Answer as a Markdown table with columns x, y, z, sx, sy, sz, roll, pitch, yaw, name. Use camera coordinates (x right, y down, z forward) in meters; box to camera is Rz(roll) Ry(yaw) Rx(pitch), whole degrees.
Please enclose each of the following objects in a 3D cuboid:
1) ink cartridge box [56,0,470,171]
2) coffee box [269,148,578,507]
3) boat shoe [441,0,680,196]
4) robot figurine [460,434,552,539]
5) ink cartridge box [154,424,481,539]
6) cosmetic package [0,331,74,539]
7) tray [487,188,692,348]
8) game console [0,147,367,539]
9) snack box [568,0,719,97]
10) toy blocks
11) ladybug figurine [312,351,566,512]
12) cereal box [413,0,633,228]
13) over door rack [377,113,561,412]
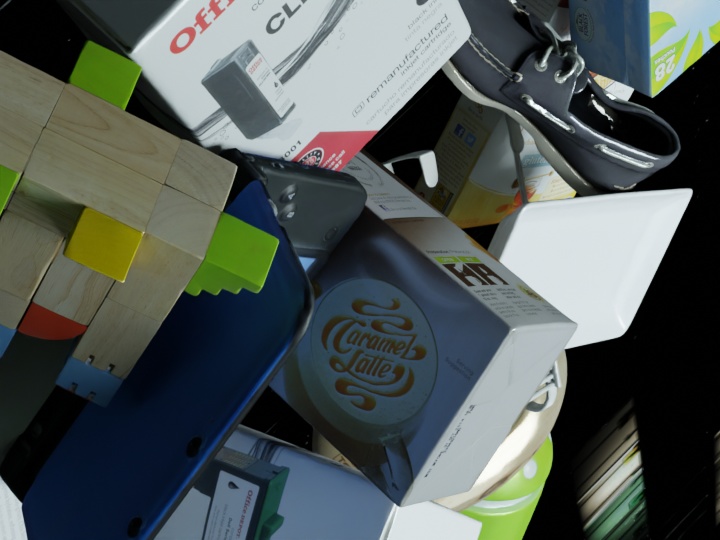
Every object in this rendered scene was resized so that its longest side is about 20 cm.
| x | y | z | sx | sy | sz | roll | pitch | yaw | name |
| --- | --- | --- | --- | --- | --- | --- | --- | --- | --- |
| -0.044 | -0.126 | 0.831 | 0.144 | 0.084 | 0.200 | -46 | 154 | -4 | ink cartridge box |
| -0.003 | 0.013 | 0.951 | 0.080 | 0.200 | 0.115 | -1 | 128 | -58 | coffee box |
| 0.106 | -0.114 | 1.018 | 0.200 | 0.063 | 0.073 | 41 | 52 | -33 | boat shoe |
| 0.074 | 0.163 | 1.372 | 0.176 | 0.115 | 0.201 | -60 | 170 | -52 | robot figurine |
| -0.048 | 0.140 | 1.037 | 0.146 | 0.199 | 0.085 | 33 | 76 | -64 | ink cartridge box |
| -0.188 | 0.091 | 0.916 | 0.200 | 0.071 | 0.102 | -34 | 150 | -28 | cosmetic package |
| 0.120 | -0.001 | 1.063 | 0.200 | 0.022 | 0.108 | -8 | 125 | -53 | tray |
| -0.065 | 0.058 | 0.835 | 0.200 | 0.118 | 0.170 | -52 | 153 | 18 | game console |
| 0.200 | -0.224 | 1.050 | 0.200 | 0.068 | 0.169 | -38 | 139 | -29 | snack box |
| -0.147 | -0.020 | 0.744 | 0.137 | 0.199 | 0.100 | -51 | -163 | 50 | toy blocks |
| 0.049 | 0.095 | 1.240 | 0.200 | 0.136 | 0.072 | -32 | 175 | -17 | ladybug figurine |
| 0.124 | -0.120 | 1.151 | 0.144 | 0.040 | 0.201 | -10 | 135 | -49 | cereal box |
| 0.057 | 0.008 | 1.074 | 0.148 | 0.066 | 0.201 | -25 | 120 | -49 | over door rack |
